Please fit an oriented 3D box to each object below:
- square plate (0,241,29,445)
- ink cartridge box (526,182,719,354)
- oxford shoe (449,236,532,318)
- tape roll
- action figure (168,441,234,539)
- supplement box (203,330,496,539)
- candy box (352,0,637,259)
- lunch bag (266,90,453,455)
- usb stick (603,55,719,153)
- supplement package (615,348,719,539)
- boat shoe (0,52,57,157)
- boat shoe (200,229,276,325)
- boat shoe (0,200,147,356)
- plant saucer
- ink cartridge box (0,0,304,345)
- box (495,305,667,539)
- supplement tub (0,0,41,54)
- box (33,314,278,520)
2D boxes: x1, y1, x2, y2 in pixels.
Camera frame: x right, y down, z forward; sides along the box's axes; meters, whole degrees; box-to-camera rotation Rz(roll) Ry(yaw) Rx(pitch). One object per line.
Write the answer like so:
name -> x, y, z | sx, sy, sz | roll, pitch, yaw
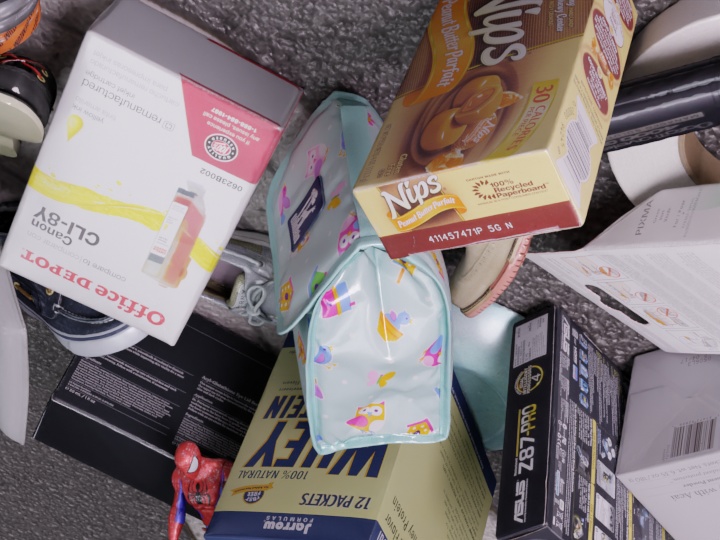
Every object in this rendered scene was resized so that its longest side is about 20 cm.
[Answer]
square plate -> -0.308, 0.018, 1.024 | 0.028, 0.199, 0.200 | -13, 152, -23
ink cartridge box -> 0.231, 0.006, 0.852 | 0.161, 0.050, 0.200 | 32, 165, -25
oxford shoe -> 0.090, -0.051, 0.868 | 0.074, 0.071, 0.200 | 19, 129, -2
tape roll -> 0.253, -0.088, 0.784 | 0.202, 0.037, 0.203 | 12, 139, 11
action figure -> -0.110, 0.223, 0.991 | 0.065, 0.099, 0.201 | -5, 126, 21
supplement box -> 0.003, 0.186, 0.999 | 0.134, 0.200, 0.200 | -2, 134, 24
candy box -> 0.082, -0.099, 0.718 | 0.115, 0.200, 0.055 | -9, 128, 30
lunch bag -> 0.000, 0.000, 0.874 | 0.121, 0.171, 0.200 | -7, 133, -1
usb stick -> 0.171, -0.095, 0.739 | 0.199, 0.033, 0.055 | -13, 162, 26
supplement package -> 0.302, 0.155, 0.960 | 0.121, 0.120, 0.200 | -23, 123, 38
boat shoe -> -0.247, -0.122, 0.871 | 0.073, 0.063, 0.201 | 25, 173, -17
boat shoe -> -0.117, 0.001, 1.012 | 0.201, 0.065, 0.074 | 28, 139, -7
boat shoe -> -0.242, 0.003, 1.017 | 0.200, 0.071, 0.091 | 17, 139, 47
plant saucer -> 0.076, 0.098, 1.056 | 0.200, 0.039, 0.201 | 12, 137, 11
ink cartridge box -> -0.150, -0.066, 0.895 | 0.145, 0.084, 0.200 | 26, 119, -7
box -> 0.170, 0.149, 0.941 | 0.049, 0.200, 0.161 | -28, 125, 34
supplement tub -> -0.258, -0.236, 0.774 | 0.122, 0.123, 0.200 | 13, 139, 9
box -> -0.154, 0.117, 1.084 | 0.200, 0.141, 0.079 | 28, 140, -8
